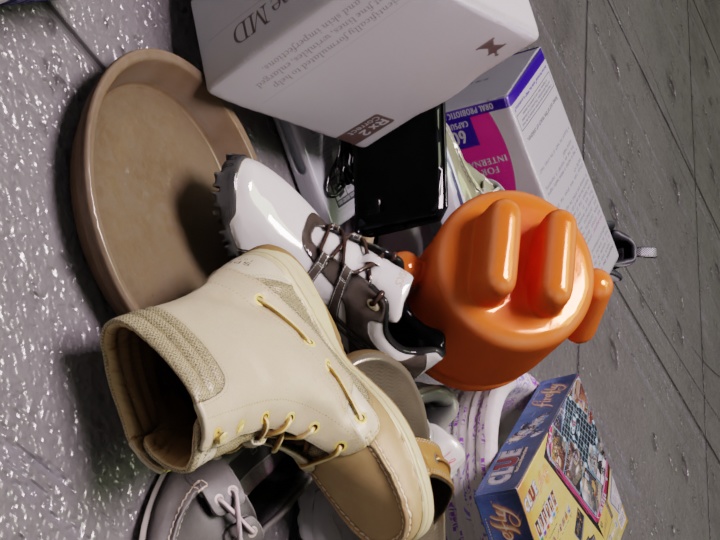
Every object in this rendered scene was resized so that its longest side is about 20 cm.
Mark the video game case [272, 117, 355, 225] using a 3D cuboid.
[{"bbox_3d":[-0.008,-0.150,1.082,0.200,0.023,0.183,-37,112,-50],"label":"video game case"}]

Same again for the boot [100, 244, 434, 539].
[{"bbox_3d":[-0.050,0.092,0.773,0.201,0.073,0.155,61,33,1],"label":"boot"}]

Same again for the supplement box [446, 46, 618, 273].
[{"bbox_3d":[0.126,-0.064,1.134,0.201,0.101,0.103,64,34,-21],"label":"supplement box"}]

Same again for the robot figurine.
[{"bbox_3d":[0.093,0.019,0.960,0.117,0.143,0.200,59,-20,10],"label":"robot figurine"}]

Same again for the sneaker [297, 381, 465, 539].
[{"bbox_3d":[0.021,0.143,0.951,0.078,0.099,0.201,58,31,-33],"label":"sneaker"}]

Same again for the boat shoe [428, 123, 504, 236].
[{"bbox_3d":[0.088,-0.040,1.067,0.201,0.062,0.072,66,-6,-25],"label":"boat shoe"}]

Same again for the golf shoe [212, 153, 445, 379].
[{"bbox_3d":[-0.015,-0.004,0.887,0.200,0.094,0.078,53,36,-30],"label":"golf shoe"}]

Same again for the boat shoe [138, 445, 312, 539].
[{"bbox_3d":[-0.068,0.125,0.829,0.067,0.057,0.200,69,27,-15],"label":"boat shoe"}]

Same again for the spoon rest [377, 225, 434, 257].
[{"bbox_3d":[0.042,-0.018,1.137,0.099,0.060,0.201,54,21,-40],"label":"spoon rest"}]

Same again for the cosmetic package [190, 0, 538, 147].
[{"bbox_3d":[-0.009,-0.221,0.930,0.165,0.164,0.201,14,55,-47],"label":"cosmetic package"}]

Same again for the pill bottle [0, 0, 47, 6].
[{"bbox_3d":[-0.180,-0.193,0.686,0.200,0.119,0.120,-33,107,-63],"label":"pill bottle"}]

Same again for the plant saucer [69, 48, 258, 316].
[{"bbox_3d":[-0.114,-0.036,0.846,0.200,0.029,0.201,37,47,-53],"label":"plant saucer"}]

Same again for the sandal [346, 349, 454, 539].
[{"bbox_3d":[0.029,0.145,0.875,0.080,0.054,0.201,-19,101,-36],"label":"sandal"}]

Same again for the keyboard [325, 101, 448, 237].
[{"bbox_3d":[0.024,-0.123,1.017,0.040,0.104,0.201,21,64,-54],"label":"keyboard"}]

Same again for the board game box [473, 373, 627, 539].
[{"bbox_3d":[0.147,0.179,1.027,0.200,0.034,0.136,-41,114,-62],"label":"board game box"}]

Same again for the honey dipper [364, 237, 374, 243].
[{"bbox_3d":[0.000,0.000,1.016,0.038,0.038,0.201,49,46,-44],"label":"honey dipper"}]

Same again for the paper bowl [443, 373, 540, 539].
[{"bbox_3d":[0.099,0.184,1.083,0.201,0.104,0.202,37,47,-52],"label":"paper bowl"}]

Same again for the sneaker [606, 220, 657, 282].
[{"bbox_3d":[0.244,-0.005,1.423,0.200,0.139,0.078,14,65,-61],"label":"sneaker"}]
